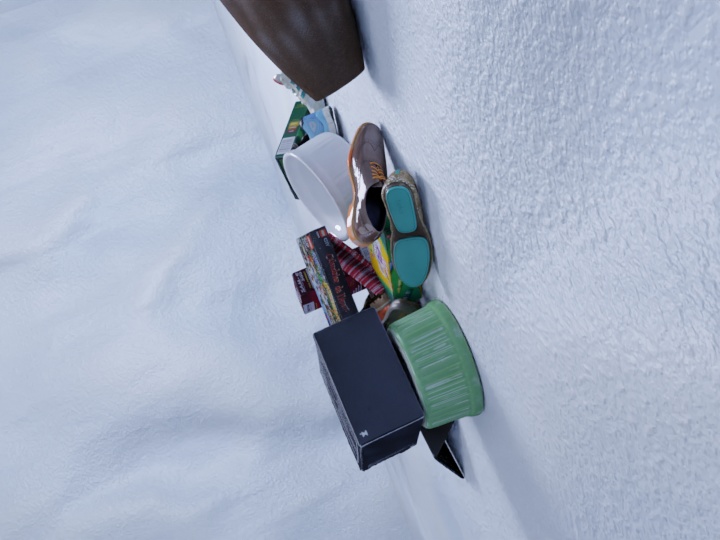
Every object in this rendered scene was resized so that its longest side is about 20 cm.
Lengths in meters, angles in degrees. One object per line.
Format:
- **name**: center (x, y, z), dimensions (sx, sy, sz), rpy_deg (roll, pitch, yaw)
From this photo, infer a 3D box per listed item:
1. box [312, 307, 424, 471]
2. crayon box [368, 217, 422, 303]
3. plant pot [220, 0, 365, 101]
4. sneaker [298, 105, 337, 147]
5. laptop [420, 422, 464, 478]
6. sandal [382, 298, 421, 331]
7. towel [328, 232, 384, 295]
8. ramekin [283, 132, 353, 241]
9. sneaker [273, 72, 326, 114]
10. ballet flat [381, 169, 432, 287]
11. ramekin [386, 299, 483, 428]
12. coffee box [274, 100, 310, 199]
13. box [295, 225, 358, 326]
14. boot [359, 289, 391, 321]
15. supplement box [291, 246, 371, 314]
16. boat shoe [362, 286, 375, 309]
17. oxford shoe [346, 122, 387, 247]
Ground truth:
- **box**: center (0.013, 0.204, 1.217), dimensions (0.199, 0.121, 0.203), rpy_deg (87, 159, -66)
- **crayon box**: center (0.054, -0.046, 1.265), dimensions (0.202, 0.057, 0.120), rpy_deg (79, 167, -48)
- **plant pot**: center (-0.080, -0.366, 1.078), dimensions (0.202, 0.185, 0.187), rpy_deg (57, 176, -18)
- **sneaker**: center (-0.091, -0.265, 1.560), dimensions (0.202, 0.088, 0.080), rpy_deg (83, 177, -50)
- **laptop**: center (0.170, 0.307, 1.517), dimensions (0.200, 0.103, 0.179), rpy_deg (43, -167, -42)
- **sandal**: center (0.067, 0.126, 1.322), dimensions (0.202, 0.080, 0.056), rpy_deg (111, 172, -53)
- **towel**: center (0.000, 0.000, 1.467), dimensions (0.198, 0.023, 0.144), rpy_deg (37, 166, -7)
- **ramekin**: center (-0.053, -0.166, 1.393), dimensions (0.201, 0.097, 0.201), rpy_deg (47, 163, 19)
- **sneaker**: center (-0.139, -0.405, 1.573), dimensions (0.070, 0.091, 0.204), rpy_deg (-144, 35, -75)
- **ballet flat**: center (0.076, -0.068, 1.115), dimensions (0.066, 0.069, 0.203), rpy_deg (-80, -16, -49)
- **ramekin**: center (0.117, 0.160, 1.199), dimensions (0.200, 0.096, 0.204), rpy_deg (159, 91, -82)
- **coffee box**: center (-0.129, -0.274, 1.618), dimensions (0.203, 0.043, 0.124), rpy_deg (-77, -28, -42)
- **box**: center (-0.064, 0.020, 1.430), dimensions (0.204, 0.037, 0.136), rpy_deg (69, 165, -2)
- **boot**: center (0.053, 0.099, 1.426), dimensions (0.107, 0.075, 0.200), rpy_deg (46, 155, -3)
- **supplement box**: center (-0.049, 0.016, 1.606), dimensions (0.109, 0.196, 0.062), rpy_deg (86, 160, -65)
- **boat shoe**: center (0.037, 0.075, 1.621), dimensions (0.202, 0.070, 0.073), rpy_deg (81, 166, -52)
- **oxford shoe**: center (0.023, -0.143, 1.140), dimensions (0.073, 0.070, 0.206), rpy_deg (-22, 65, 60)
